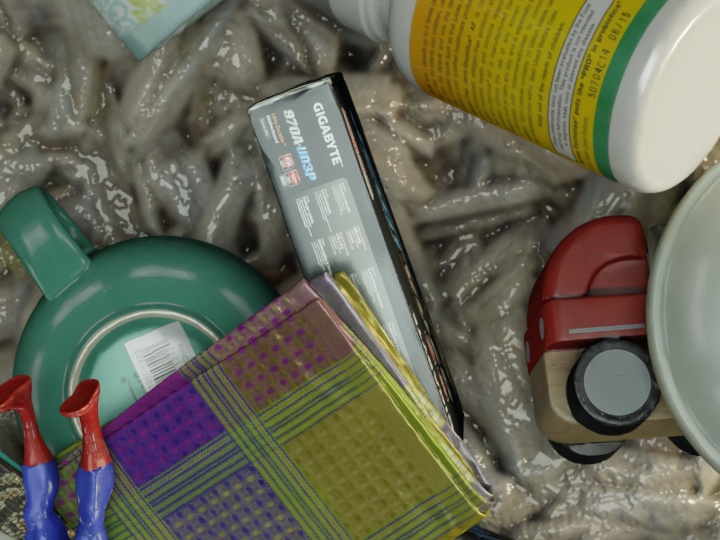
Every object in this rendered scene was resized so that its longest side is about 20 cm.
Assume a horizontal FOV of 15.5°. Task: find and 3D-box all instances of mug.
[{"bbox_3d":[-0.118,0.054,1.366,0.185,0.114,0.152,18,93,-3],"label":"mug"}]

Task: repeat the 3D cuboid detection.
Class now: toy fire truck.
[{"bbox_3d":[0.175,-0.013,1.379,0.176,0.129,0.200,-4,74,-6],"label":"toy fire truck"}]

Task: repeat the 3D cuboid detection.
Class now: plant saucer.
[{"bbox_3d":[0.243,0.023,1.310,0.200,0.050,0.200,2,83,-13],"label":"plant saucer"}]

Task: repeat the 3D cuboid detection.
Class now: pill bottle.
[{"bbox_3d":[0.086,-0.126,1.332,0.200,0.113,0.113,27,93,28],"label":"pill bottle"}]

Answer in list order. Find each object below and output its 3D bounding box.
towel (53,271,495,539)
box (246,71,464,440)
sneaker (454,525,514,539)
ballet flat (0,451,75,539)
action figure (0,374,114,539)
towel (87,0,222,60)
[{"bbox_3d":[-0.045,0.103,1.277,0.200,0.023,0.144,-35,97,25],"label":"towel"},{"bbox_3d":[0.000,0.000,1.343,0.046,0.159,0.200,-19,94,4],"label":"box"},{"bbox_3d":[0.076,0.183,1.398,0.200,0.076,0.077,23,93,2],"label":"sneaker"},{"bbox_3d":[-0.167,0.153,1.345,0.068,0.200,0.075,-5,56,33],"label":"ballet flat"},{"bbox_3d":[-0.149,0.161,1.269,0.065,0.099,0.200,3,118,23],"label":"action figure"},{"bbox_3d":[-0.088,-0.233,1.362,0.200,0.048,0.171,-38,93,-1],"label":"towel"}]
